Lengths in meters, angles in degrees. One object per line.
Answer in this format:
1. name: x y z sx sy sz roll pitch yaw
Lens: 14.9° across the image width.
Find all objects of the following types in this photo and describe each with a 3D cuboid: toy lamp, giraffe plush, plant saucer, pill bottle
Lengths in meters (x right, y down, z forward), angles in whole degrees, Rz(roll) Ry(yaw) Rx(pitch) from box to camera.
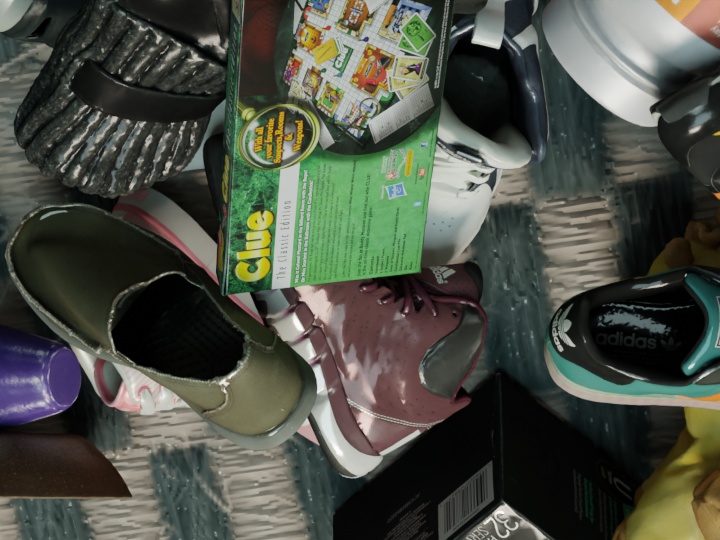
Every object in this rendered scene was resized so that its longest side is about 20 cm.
1. toy lamp: -0.242 0.058 1.490 0.199 0.058 0.058 -1 124 27
2. giraffe plush: 0.197 0.055 1.472 0.200 0.173 0.163 -31 95 31
3. plant saucer: -0.224 0.106 1.504 0.199 0.200 0.037 2 86 0
4. pill bottle: 0.182 -0.167 1.342 0.112 0.112 0.200 33 121 -17

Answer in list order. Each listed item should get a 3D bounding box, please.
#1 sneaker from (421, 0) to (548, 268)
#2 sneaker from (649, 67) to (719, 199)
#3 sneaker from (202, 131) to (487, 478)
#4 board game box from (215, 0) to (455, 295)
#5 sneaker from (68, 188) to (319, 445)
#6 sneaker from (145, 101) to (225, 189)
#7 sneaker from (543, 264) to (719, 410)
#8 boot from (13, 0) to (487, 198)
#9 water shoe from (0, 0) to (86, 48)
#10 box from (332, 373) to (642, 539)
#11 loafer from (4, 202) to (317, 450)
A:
1. sneaker: 0.047 -0.065 1.402 0.079 0.130 0.200 16 121 -7
2. sneaker: 0.215 -0.045 1.375 0.070 0.090 0.200 -28 159 23
3. sneaker: 0.000 0.000 1.428 0.115 0.076 0.201 -25 113 -2
4. board game box: -0.013 -0.071 1.306 0.104 0.024 0.201 -7 135 -15
5. sneaker: -0.082 0.057 1.487 0.200 0.105 0.075 44 158 -17
6. sneaker: -0.053 -0.106 1.427 0.199 0.073 0.085 -25 144 12
7. sneaker: 0.192 0.035 1.374 0.199 0.080 0.072 -2 79 -1
8. boot: -0.053 -0.109 1.329 0.210 0.080 0.158 5 131 -25
9. water shoe: -0.121 -0.196 1.375 0.079 0.072 0.200 21 123 -43
10. box: 0.101 0.189 1.560 0.200 0.125 0.148 38 117 -21
11. loafer: -0.106 0.015 1.385 0.075 0.199 0.070 -54 150 -12
